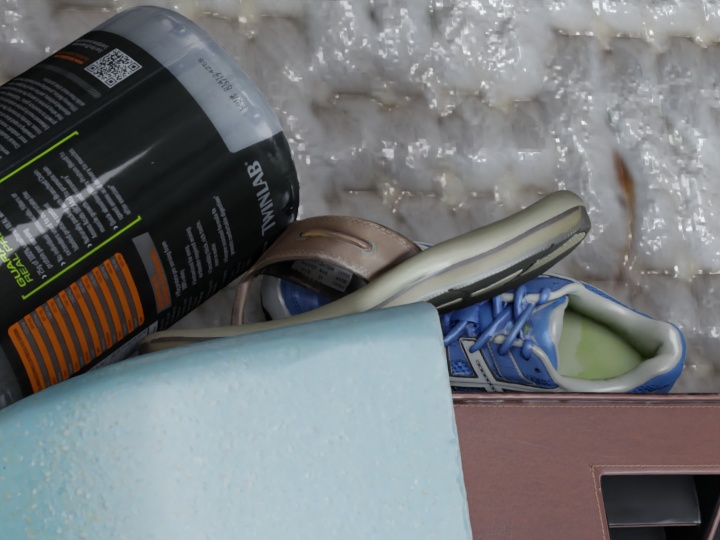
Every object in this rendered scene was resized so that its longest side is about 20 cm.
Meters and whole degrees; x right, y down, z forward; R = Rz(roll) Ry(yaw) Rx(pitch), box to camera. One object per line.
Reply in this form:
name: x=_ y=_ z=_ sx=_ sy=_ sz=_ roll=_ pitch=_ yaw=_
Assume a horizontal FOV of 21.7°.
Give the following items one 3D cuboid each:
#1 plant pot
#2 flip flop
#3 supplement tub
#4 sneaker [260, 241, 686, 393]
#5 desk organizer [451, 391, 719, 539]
plant pot: x=-0.077 y=0.134 z=0.710 sx=0.200 sy=0.196 sz=0.196 roll=-4 pitch=75 yaw=-16
flip flop: x=0.000 y=0.000 z=0.780 sx=0.200 sy=0.081 sz=0.058 roll=-22 pitch=82 yaw=-12
supplement tub: x=-0.133 y=-0.011 z=0.767 sx=0.200 sy=0.123 sz=0.123 roll=-36 pitch=88 yaw=-26
sneaker: x=0.054 y=0.020 z=0.852 sx=0.200 sy=0.077 sz=0.076 roll=11 pitch=72 yaw=-14
desk organizer: x=0.112 y=0.098 z=0.771 sx=0.200 sy=0.072 sz=0.077 roll=1 pitch=65 yaw=-21
